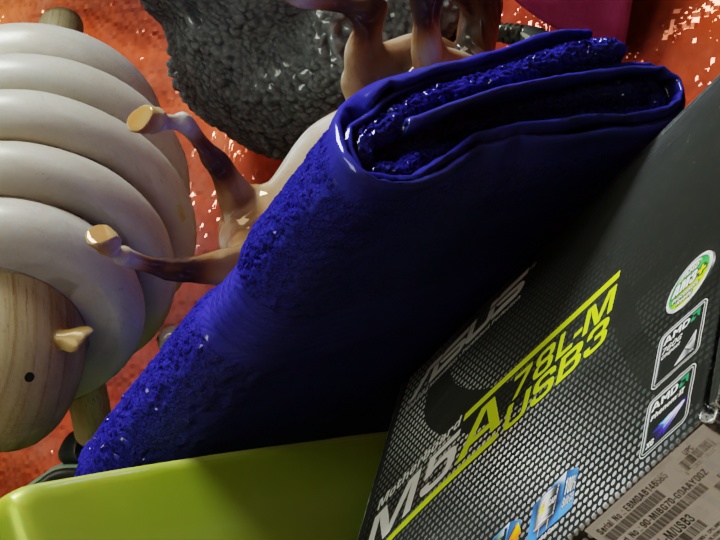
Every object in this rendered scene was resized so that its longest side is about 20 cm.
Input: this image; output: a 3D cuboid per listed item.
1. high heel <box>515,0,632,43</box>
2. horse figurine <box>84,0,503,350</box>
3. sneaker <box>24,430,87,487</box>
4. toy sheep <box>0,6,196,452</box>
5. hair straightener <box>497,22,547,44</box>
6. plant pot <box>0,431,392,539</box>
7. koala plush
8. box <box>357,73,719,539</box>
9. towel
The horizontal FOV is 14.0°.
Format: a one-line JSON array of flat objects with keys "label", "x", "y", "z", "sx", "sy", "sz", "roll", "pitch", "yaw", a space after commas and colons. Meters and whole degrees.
[{"label": "high heel", "x": 0.115, "y": -0.181, "z": 1.072, "sx": 0.096, "sy": 0.067, "sz": 0.200, "roll": 39, "pitch": 100, "yaw": 10}, {"label": "horse figurine", "x": -0.012, "y": -0.045, "z": 0.999, "sx": 0.200, "sy": 0.132, "sz": 0.050, "roll": -49, "pitch": 50, "yaw": 3}, {"label": "sneaker", "x": -0.123, "y": 0.113, "z": 1.148, "sx": 0.200, "sy": 0.118, "sz": 0.074, "roll": -22, "pitch": 63, "yaw": 40}, {"label": "toy sheep", "x": -0.121, "y": -0.019, "z": 1.064, "sx": 0.138, "sy": 0.138, "sz": 0.201, "roll": -36, "pitch": 38, "yaw": 31}, {"label": "hair straightener", "x": 0.076, "y": -0.013, "z": 1.043, "sx": 0.077, "sy": 0.041, "sz": 0.200, "roll": -47, "pitch": 54, "yaw": 24}, {"label": "plant pot", "x": -0.052, "y": 0.181, "z": 0.975, "sx": 0.199, "sy": 0.199, "sz": 0.182, "roll": -44, "pitch": 63, "yaw": 43}, {"label": "koala plush", "x": -0.066, "y": -0.150, "z": 1.120, "sx": 0.177, "sy": 0.199, "sz": 0.185, "roll": -3, "pitch": 75, "yaw": 44}, {"label": "box", "x": 0.066, "y": 0.047, "z": 0.858, "sx": 0.200, "sy": 0.047, "sz": 0.194, "roll": -46, "pitch": 18, "yaw": 36}, {"label": "towel", "x": 0.000, "y": 0.000, "z": 0.945, "sx": 0.050, "sy": 0.147, "sz": 0.200, "roll": 58, "pitch": 136, "yaw": 19}]
